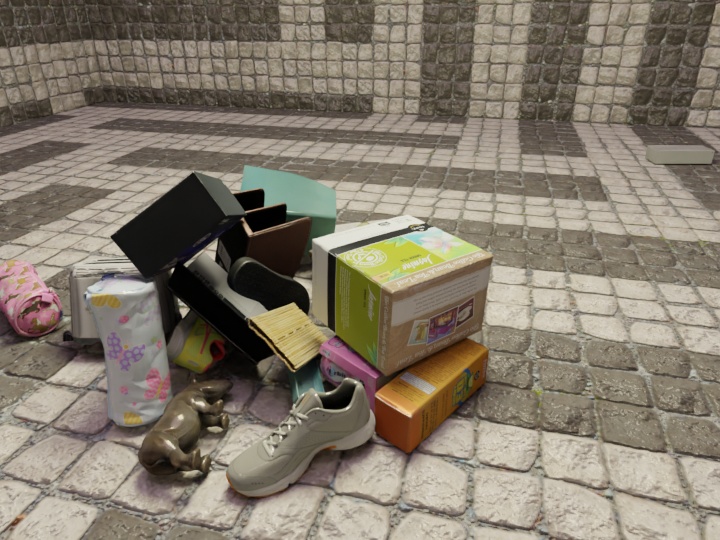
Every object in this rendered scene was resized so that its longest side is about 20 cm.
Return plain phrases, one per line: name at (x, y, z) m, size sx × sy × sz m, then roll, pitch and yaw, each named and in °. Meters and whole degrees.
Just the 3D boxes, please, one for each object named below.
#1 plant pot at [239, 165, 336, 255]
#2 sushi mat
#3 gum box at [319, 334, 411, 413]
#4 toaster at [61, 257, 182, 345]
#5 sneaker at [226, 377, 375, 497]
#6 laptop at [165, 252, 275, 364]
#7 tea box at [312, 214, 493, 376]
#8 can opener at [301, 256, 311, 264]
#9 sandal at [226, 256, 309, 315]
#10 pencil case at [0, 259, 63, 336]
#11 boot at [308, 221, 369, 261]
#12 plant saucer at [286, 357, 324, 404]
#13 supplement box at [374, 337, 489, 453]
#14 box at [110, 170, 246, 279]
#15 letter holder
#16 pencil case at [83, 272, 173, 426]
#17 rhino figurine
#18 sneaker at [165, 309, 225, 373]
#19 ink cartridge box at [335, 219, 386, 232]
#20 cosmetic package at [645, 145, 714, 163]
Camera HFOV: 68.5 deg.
plant pot at (-0.151, -0.114, 1.116) m, size 0.196 × 0.143 × 0.143 m, roll 4°, pitch 47°, yaw -7°
sushi mat at (-0.101, 0.096, 0.802) m, size 0.096 × 0.012 × 0.200 m, roll 46°, pitch 9°, yaw 6°
gum box at (0.040, 0.127, 0.818) m, size 0.113 × 0.067 × 0.198 m, roll 24°, pitch 35°, yaw 37°
toaster at (-0.402, 0.048, 0.890) m, size 0.196 × 0.132 × 0.114 m, roll -2°, pitch 8°, yaw -3°
sneaker at (-0.076, 0.193, 0.651) m, size 0.198 × 0.093 × 0.076 m, roll -23°, pitch 34°, yaw -23°
laptop at (-0.195, 0.042, 0.833) m, size 0.187 × 0.116 × 0.201 m, roll 43°, pitch 26°, yaw -10°
tea box at (0.057, 0.024, 0.795) m, size 0.198 × 0.136 × 0.196 m, roll -18°, pitch 34°, yaw -34°
can opener at (-0.198, -0.035, 1.177) m, size 0.196 × 0.054 × 0.066 m, roll -3°, pitch -8°, yaw -9°
sandal at (-0.150, 0.031, 0.886) m, size 0.048 × 0.200 × 0.076 m, roll 27°, pitch 79°, yaw 39°
pencil case at (-0.615, 0.046, 0.971) m, size 0.086 × 0.084 × 0.198 m, roll -24°, pitch 34°, yaw -37°
boot at (0.000, 0.000, 1.061) m, size 0.153 × 0.073 × 0.201 m, roll -26°, pitch 55°, yaw -22°
plant saucer at (-0.086, 0.148, 0.794) m, size 0.019 × 0.070 × 0.201 m, roll -41°, pitch 29°, yaw 8°
supplement box at (0.104, 0.165, 0.747) m, size 0.068 × 0.068 × 0.199 m, roll 20°, pitch 34°, yaw 35°
box at (-0.256, -0.069, 0.783) m, size 0.141 × 0.079 × 0.200 m, roll -40°, pitch 8°, yaw 1°
letter holder at (-0.185, -0.051, 1.002) m, size 0.141 × 0.201 × 0.101 m, roll -19°, pitch 61°, yaw -33°
pencil case at (-0.309, 0.107, 0.717) m, size 0.082 × 0.204 × 0.090 m, roll 8°, pitch 21°, yaw 32°
rhino figurine at (-0.223, 0.192, 0.703) m, size 0.086 × 0.061 × 0.201 m, roll 0°, pitch 25°, yaw 5°
sneaker at (-0.259, 0.112, 0.864) m, size 0.090 × 0.079 × 0.200 m, roll 35°, pitch 13°, yaw -10°
ink cartridge box at (-0.003, -0.061, 1.219) m, size 0.196 × 0.051 × 0.161 m, roll -7°, pitch 27°, yaw -20°
cosmetic package at (1.135, -0.413, 1.886) m, size 0.196 × 0.052 × 0.083 m, roll 1°, pitch 25°, yaw 3°
